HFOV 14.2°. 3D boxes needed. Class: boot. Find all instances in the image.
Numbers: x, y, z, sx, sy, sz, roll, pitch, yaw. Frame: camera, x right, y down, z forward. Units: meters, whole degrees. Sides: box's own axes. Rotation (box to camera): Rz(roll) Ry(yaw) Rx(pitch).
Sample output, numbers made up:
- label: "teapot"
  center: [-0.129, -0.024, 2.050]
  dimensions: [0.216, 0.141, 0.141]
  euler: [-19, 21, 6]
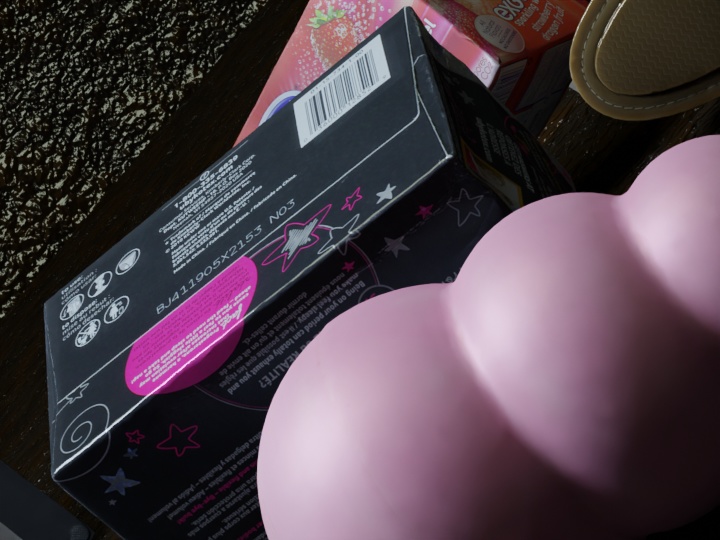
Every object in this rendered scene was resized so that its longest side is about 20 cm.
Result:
- label: "boot"
  center: [0.159, -0.148, 1.232]
  dimensions: [0.200, 0.077, 0.155]
  euler: [-52, 8, 4]

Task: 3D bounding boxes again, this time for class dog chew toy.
- label: "dog chew toy"
  center: [0.066, 0.035, 0.866]
  dimensions: [0.200, 0.125, 0.125]
  euler: [-38, 13, 15]

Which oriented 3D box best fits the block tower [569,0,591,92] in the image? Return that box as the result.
- label: "block tower"
  center: [0.105, -0.143, 1.322]
  dimensions: [0.054, 0.058, 0.200]
  euler: [-56, -9, -13]

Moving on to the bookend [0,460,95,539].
- label: "bookend"
  center: [-0.288, 0.147, 1.759]
  dimensions: [0.092, 0.199, 0.200]
  euler: [-56, 10, -20]

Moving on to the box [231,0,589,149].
- label: "box"
  center: [0.010, -0.054, 1.292]
  dimensions: [0.100, 0.095, 0.200]
  euler: [-27, -28, -53]

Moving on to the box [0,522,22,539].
- label: "box"
  center: [-0.181, 0.227, 1.071]
  dimensions: [0.199, 0.171, 0.200]
  euler: [-42, 12, 36]

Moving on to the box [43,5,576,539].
- label: "box"
  center: [-0.013, 0.020, 1.123]
  dimensions: [0.200, 0.115, 0.132]
  euler: [-38, 28, 15]
